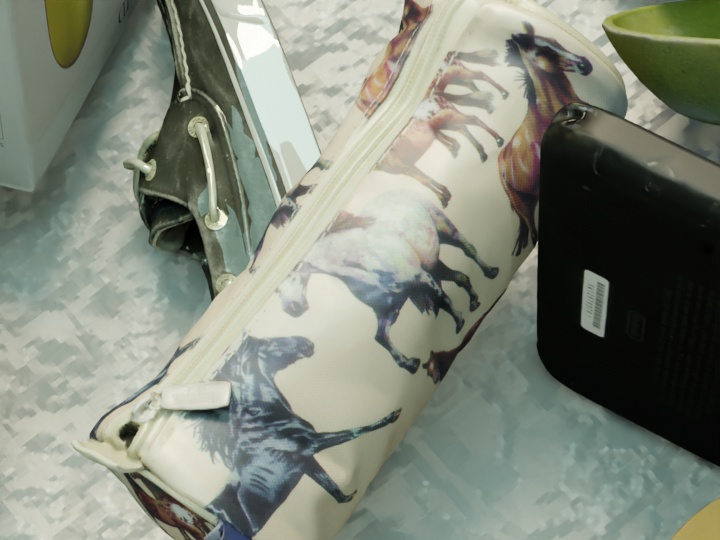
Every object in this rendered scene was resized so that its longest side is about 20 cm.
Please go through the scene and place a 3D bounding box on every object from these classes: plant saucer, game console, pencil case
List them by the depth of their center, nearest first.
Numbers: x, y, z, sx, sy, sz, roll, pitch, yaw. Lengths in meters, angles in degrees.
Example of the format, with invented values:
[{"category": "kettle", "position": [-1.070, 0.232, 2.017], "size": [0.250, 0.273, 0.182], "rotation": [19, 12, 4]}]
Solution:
[{"category": "game console", "position": [0.155, -0.008, 0.743], "size": [0.176, 0.200, 0.116], "rotation": [27, 72, 14]}, {"category": "pencil case", "position": [0.000, 0.000, 0.751], "size": [0.078, 0.089, 0.200], "rotation": [32, 84, 30]}, {"category": "plant saucer", "position": [0.178, -0.068, 0.779], "size": [0.200, 0.200, 0.031], "rotation": [-1, 101, 3]}]

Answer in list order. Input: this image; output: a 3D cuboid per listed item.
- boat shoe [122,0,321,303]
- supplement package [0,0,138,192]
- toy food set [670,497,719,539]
[{"category": "boat shoe", "position": [-0.046, -0.032, 0.835], "size": [0.064, 0.071, 0.200], "rotation": [-18, 70, -5]}, {"category": "supplement package", "position": [-0.156, -0.160, 0.801], "size": [0.151, 0.200, 0.152], "rotation": [13, 48, 10]}, {"category": "toy food set", "position": [0.137, 0.176, 0.714], "size": [0.200, 0.049, 0.198], "rotation": [40, 109, 15]}]
